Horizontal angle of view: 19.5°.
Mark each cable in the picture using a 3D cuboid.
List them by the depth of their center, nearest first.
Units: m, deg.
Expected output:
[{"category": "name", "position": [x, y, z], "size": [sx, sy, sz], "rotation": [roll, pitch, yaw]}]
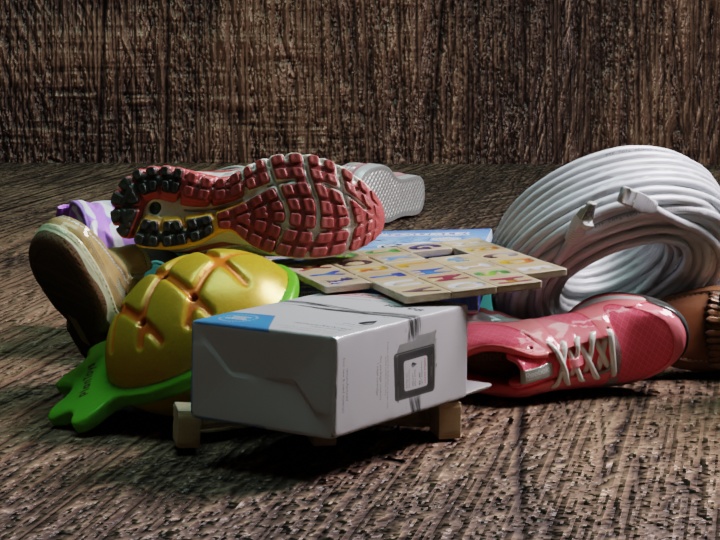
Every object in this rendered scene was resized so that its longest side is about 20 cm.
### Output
[{"category": "cable", "position": [0.192, -0.014, 1.627], "size": [0.200, 0.069, 0.200], "rotation": [9, -41, -39]}]

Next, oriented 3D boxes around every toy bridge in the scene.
[{"category": "toy bridge", "position": [-0.029, 0.100, 1.424], "size": [0.200, 0.027, 0.067], "rotation": [-1, 8, -11]}]

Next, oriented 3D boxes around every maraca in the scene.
[{"category": "maraca", "position": [-0.131, 0.053, 1.473], "size": [0.200, 0.107, 0.137], "rotation": [-26, 21, 12]}]

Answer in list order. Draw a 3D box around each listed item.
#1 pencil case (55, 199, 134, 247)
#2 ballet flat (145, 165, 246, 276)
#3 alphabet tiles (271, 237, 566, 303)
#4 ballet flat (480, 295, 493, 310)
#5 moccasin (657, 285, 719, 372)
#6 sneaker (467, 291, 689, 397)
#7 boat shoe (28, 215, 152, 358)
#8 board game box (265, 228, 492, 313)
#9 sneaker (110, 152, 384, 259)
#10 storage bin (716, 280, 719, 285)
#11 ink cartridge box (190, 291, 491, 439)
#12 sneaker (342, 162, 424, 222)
[{"category": "pencil case", "position": [-0.153, -0.035, 1.792], "size": [0.200, 0.084, 0.086], "rotation": [-8, 55, -24]}, {"category": "ballet flat", "position": [-0.147, -0.008, 1.724], "size": [0.067, 0.200, 0.064], "rotation": [43, 10, 9]}, {"category": "alphabet tiles", "position": [0.044, 0.000, 1.487], "size": [0.167, 0.008, 0.200], "rotation": [-6, 10, -18]}, {"category": "ballet flat", "position": [0.122, 0.041, 1.765], "size": [0.200, 0.068, 0.067], "rotation": [6, -10, 13]}, {"category": "moccasin", "position": [0.314, 0.050, 1.616], "size": [0.201, 0.074, 0.078], "rotation": [8, -5, -1]}, {"category": "sneaker", "position": [0.145, 0.068, 1.552], "size": [0.200, 0.074, 0.087], "rotation": [-6, 17, 10]}, {"category": "boat shoe", "position": [-0.191, 0.007, 1.560], "size": [0.072, 0.076, 0.200], "rotation": [33, -21, 20]}, {"category": "board game box", "position": [0.000, 0.000, 1.649], "size": [0.200, 0.043, 0.199], "rotation": [-1, 8, 7]}, {"category": "sneaker", "position": [-0.080, -0.046, 1.559], "size": [0.200, 0.078, 0.082], "rotation": [4, -5, 9]}, {"category": "storage bin", "position": [0.291, 0.000, 1.888], "size": [0.200, 0.094, 0.135], "rotation": [-2, 8, -3]}, {"category": "ink cartridge box", "position": [-0.008, 0.056, 1.388], "size": [0.116, 0.067, 0.200], "rotation": [5, 10, 33]}, {"category": "sneaker", "position": [0.001, -0.103, 2.729], "size": [0.105, 0.075, 0.200], "rotation": [8, 3, 24]}]
